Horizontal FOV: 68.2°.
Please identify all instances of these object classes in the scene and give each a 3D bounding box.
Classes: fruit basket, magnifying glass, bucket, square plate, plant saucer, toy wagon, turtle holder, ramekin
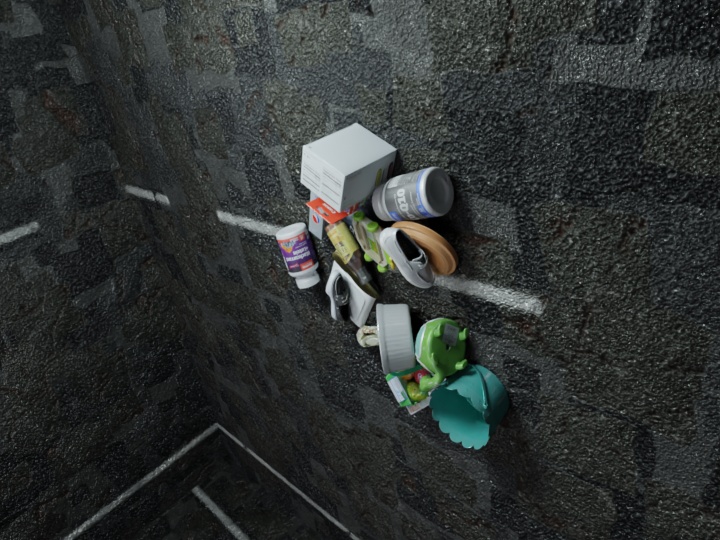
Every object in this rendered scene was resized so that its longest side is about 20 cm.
[{"bbox_3d":[0.171,0.333,1.651,0.200,0.092,0.188,-41,74,45],"label":"fruit basket"},{"bbox_3d":[0.176,0.278,1.578,0.194,0.080,0.023,-10,109,20],"label":"magnifying glass"},{"bbox_3d":[0.305,0.371,1.479,0.205,0.134,0.212,29,135,33],"label":"bucket"},{"bbox_3d":[-0.042,0.076,1.780,0.200,0.028,0.200,45,143,19],"label":"square plate"},{"bbox_3d":[0.156,-0.049,1.368,0.197,0.033,0.202,28,158,12],"label":"plant saucer"},{"bbox_3d":[0.044,-0.068,1.439,0.199,0.039,0.158,41,156,44],"label":"toy wagon"},{"bbox_3d":[0.217,0.228,1.467,0.131,0.138,0.192,-7,94,61],"label":"turtle holder"},{"bbox_3d":[0.106,0.195,1.549,0.095,0.202,0.206,-6,119,5],"label":"ramekin"}]

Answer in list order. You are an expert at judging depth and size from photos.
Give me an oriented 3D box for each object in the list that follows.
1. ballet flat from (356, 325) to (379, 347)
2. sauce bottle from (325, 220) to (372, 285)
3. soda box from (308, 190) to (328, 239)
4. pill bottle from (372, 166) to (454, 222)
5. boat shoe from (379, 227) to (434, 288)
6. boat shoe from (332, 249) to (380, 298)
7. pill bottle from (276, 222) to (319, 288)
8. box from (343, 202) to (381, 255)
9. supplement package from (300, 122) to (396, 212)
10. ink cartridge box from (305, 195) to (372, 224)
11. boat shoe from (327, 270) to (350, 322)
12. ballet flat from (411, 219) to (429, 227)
[{"bbox_3d":[0.032,0.222,1.766,0.077,0.064,0.199,57,146,-5],"label":"ballet flat"},{"bbox_3d":[-0.030,-0.054,1.563,0.203,0.065,0.066,58,145,1],"label":"sauce bottle"},{"bbox_3d":[-0.112,-0.200,1.628,0.063,0.068,0.204,35,139,26],"label":"soda box"},{"bbox_3d":[0.124,-0.181,1.314,0.197,0.113,0.116,-4,113,52],"label":"pill bottle"},{"bbox_3d":[0.131,-0.032,1.317,0.201,0.072,0.068,52,153,-22],"label":"boat shoe"},{"bbox_3d":[-0.001,0.000,1.641,0.201,0.066,0.071,46,159,-15],"label":"boat shoe"},{"bbox_3d":[-0.208,-0.048,1.819,0.110,0.110,0.205,6,120,48],"label":"pill bottle"},{"bbox_3d":[-0.012,-0.155,1.559,0.160,0.043,0.203,42,142,22],"label":"box"},{"bbox_3d":[-0.030,-0.268,1.364,0.155,0.198,0.113,38,141,25],"label":"supplement package"},{"bbox_3d":[-0.041,-0.208,1.421,0.108,0.198,0.051,37,141,24],"label":"ink cartridge box"},{"bbox_3d":[-0.063,0.093,1.738,0.065,0.070,0.204,23,133,27],"label":"boat shoe"},{"bbox_3d":[0.112,-0.102,1.444,0.198,0.046,0.069,-19,101,54],"label":"ballet flat"}]
